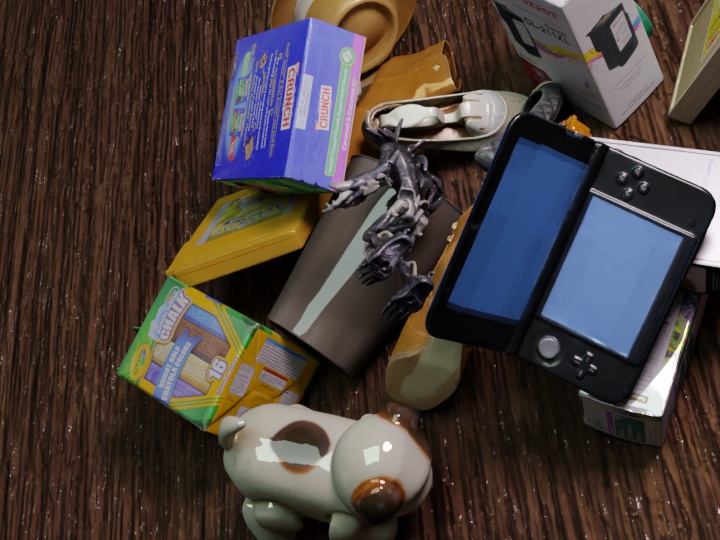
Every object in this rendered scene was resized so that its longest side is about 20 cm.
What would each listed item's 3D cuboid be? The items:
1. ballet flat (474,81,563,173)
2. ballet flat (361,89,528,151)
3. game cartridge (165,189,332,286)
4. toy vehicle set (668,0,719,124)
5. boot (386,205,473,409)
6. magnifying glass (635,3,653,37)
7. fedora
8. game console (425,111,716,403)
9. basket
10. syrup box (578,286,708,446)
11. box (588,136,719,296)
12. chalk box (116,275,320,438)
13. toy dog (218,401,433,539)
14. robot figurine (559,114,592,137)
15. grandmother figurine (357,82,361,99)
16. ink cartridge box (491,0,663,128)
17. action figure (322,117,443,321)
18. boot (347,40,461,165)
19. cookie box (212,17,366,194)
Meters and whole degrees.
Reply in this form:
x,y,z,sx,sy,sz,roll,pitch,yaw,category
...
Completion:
x,y,z,sx,sy,sz,roll,pitch,yaw,category
0.172,-0.155,1.274,0.056,0.067,0.200,29,37,3,ballet flat
0.099,-0.166,1.346,0.197,0.062,0.068,-8,80,3,ballet flat
-0.122,-0.055,1.402,0.175,0.033,0.200,-18,21,21,game cartridge
0.364,-0.247,1.201,0.026,0.200,0.125,19,67,0,toy vehicle set
0.091,0.035,1.206,0.070,0.202,0.145,24,48,1,boot
0.265,-0.311,1.381,0.022,0.080,0.200,-44,38,1,magnifying glass
-0.011,-0.294,1.452,0.199,0.201,0.082,-29,50,11,fedora
0.176,-0.005,1.005,0.169,0.118,0.202,26,102,17,game console
0.000,0.000,1.292,0.180,0.136,0.201,27,80,49,basket
0.268,0.050,1.117,0.081,0.079,0.202,13,67,22,syrup box
0.250,-0.053,1.094,0.198,0.060,0.118,11,67,20,box
-0.167,0.096,1.320,0.199,0.124,0.125,26,86,39,chalk box
-0.019,0.178,1.148,0.198,0.195,0.140,-4,45,37,toy dog
0.213,-0.044,1.201,0.058,0.144,0.202,-30,34,62,robot figurine
-0.074,-0.200,1.464,0.199,0.060,0.123,-15,93,47,grandmother figurine
0.220,-0.266,1.284,0.083,0.200,0.146,-45,48,-4,ink cartridge box
0.024,-0.056,1.161,0.101,0.119,0.201,-26,39,25,action figure
0.049,-0.183,1.417,0.143,0.071,0.203,-20,45,27,boot
-0.082,-0.175,1.341,0.199,0.074,0.173,7,86,61,cookie box
